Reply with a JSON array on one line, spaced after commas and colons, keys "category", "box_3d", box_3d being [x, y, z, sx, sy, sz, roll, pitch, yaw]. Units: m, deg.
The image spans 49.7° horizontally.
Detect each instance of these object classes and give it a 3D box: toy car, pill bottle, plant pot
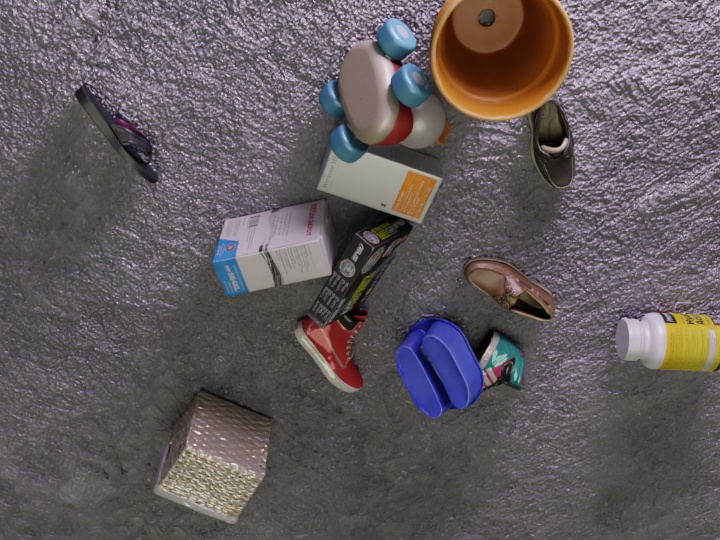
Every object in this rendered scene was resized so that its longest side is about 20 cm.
[{"category": "toy car", "box_3d": [0.069, -0.268, 1.263, 0.199, 0.178, 0.184, 11, 144, -41]}, {"category": "pill bottle", "box_3d": [0.613, 0.140, 1.532, 0.198, 0.112, 0.112, 2, 125, -1]}, {"category": "plant pot", "box_3d": [0.199, -0.352, 1.157, 0.198, 0.184, 0.201, 1, 124, 1]}]

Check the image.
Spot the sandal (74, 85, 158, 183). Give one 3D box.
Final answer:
[{"category": "sandal", "box_3d": [-0.402, -0.232, 1.324, 0.048, 0.075, 0.201, -34, 119, 2]}]

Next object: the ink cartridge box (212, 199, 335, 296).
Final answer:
[{"category": "ink cartridge box", "box_3d": [-0.150, -0.043, 1.401, 0.198, 0.146, 0.085, -10, 123, 9]}]

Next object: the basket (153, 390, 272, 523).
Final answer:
[{"category": "basket", "box_3d": [-0.315, 0.397, 1.682, 0.199, 0.199, 0.161, 26, 117, -15]}]

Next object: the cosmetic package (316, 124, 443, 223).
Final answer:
[{"category": "cosmetic package", "box_3d": [0.034, -0.167, 1.357, 0.199, 0.071, 0.102, 17, 124, -10]}]

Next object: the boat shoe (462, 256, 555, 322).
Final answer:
[{"category": "boat shoe", "box_3d": [0.290, 0.037, 1.493, 0.199, 0.068, 0.072, 21, 124, -12]}]

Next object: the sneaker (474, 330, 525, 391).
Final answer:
[{"category": "sneaker", "box_3d": [0.282, 0.226, 1.620, 0.120, 0.084, 0.201, 23, 121, -3]}]

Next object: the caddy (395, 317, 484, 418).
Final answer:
[{"category": "caddy", "box_3d": [0.162, 0.195, 1.564, 0.141, 0.105, 0.201, -26, 93, 30]}]

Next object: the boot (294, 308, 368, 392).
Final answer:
[{"category": "boot", "box_3d": [-0.021, 0.153, 1.582, 0.144, 0.073, 0.200, -29, 116, 18]}]

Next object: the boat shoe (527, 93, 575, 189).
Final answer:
[{"category": "boat shoe", "box_3d": [0.324, -0.216, 1.320, 0.073, 0.065, 0.201, -19, 123, 12]}]

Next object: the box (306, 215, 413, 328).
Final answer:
[{"category": "box", "box_3d": [0.000, 0.000, 1.421, 0.044, 0.160, 0.201, 40, 121, 13]}]
